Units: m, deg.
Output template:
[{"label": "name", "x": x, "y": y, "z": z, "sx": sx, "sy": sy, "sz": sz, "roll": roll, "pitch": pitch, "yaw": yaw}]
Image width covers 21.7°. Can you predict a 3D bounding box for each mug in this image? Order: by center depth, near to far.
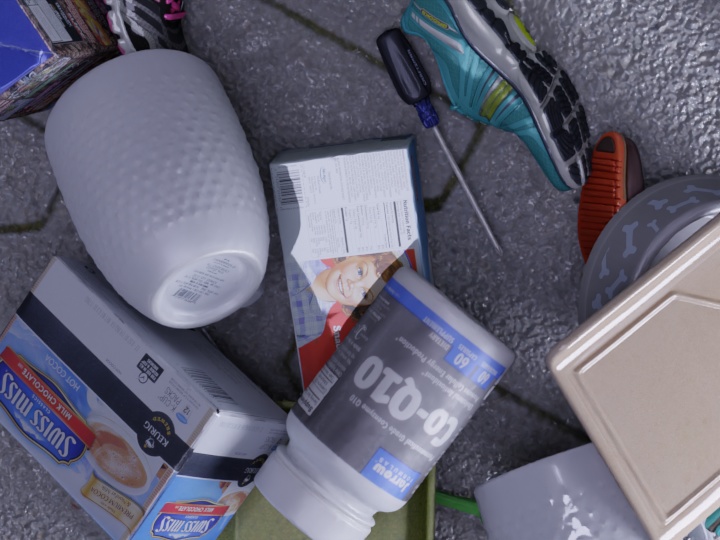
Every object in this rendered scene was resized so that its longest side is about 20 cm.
[{"label": "mug", "x": -0.134, "y": -0.043, "z": 1.443, "sx": 0.147, "sy": 0.200, "sz": 0.176, "roll": -33, "pitch": 57, "yaw": 10}, {"label": "mug", "x": 0.203, "y": 0.228, "z": 1.476, "sx": 0.147, "sy": 0.198, "sz": 0.177, "roll": -32, "pitch": 72, "yaw": 51}]

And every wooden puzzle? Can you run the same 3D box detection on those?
[{"label": "wooden puzzle", "x": 0.244, "y": 0.080, "z": 1.387, "sx": 0.184, "sy": 0.037, "sz": 0.201, "roll": -37, "pitch": 113, "yaw": -12}]

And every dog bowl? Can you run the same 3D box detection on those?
[{"label": "dog bowl", "x": 0.267, "y": 0.029, "z": 1.435, "sx": 0.198, "sy": 0.059, "sz": 0.203, "roll": -3, "pitch": 101, "yaw": -18}]

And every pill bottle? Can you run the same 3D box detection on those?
[{"label": "pill bottle", "x": 0.015, "y": 0.108, "z": 1.417, "sx": 0.113, "sy": 0.114, "sz": 0.201, "roll": 37, "pitch": 92, "yaw": -1}]

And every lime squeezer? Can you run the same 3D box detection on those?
[{"label": "lime squeezer", "x": 0.119, "y": 0.234, "z": 1.552, "sx": 0.071, "sy": 0.038, "sz": 0.200, "roll": -41, "pitch": 95, "yaw": 14}]

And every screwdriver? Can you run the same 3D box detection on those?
[{"label": "screwdriver", "x": 0.065, "y": -0.099, "z": 1.487, "sx": 0.028, "sy": 0.029, "sz": 0.202, "roll": -26, "pitch": 92, "yaw": 13}]

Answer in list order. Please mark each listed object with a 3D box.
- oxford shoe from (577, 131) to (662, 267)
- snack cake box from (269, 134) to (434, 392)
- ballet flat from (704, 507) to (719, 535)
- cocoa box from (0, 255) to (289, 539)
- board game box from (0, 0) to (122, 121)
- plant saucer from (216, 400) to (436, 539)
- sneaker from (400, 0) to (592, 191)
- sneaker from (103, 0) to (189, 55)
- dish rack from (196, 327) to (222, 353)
[{"label": "oxford shoe", "x": 0.218, "y": -0.011, "z": 1.480, "sx": 0.072, "sy": 0.071, "sz": 0.203, "roll": -8, "pitch": 101, "yaw": -17}, {"label": "snack cake box", "x": 0.000, "y": 0.000, "z": 1.502, "sx": 0.114, "sy": 0.067, "sz": 0.202, "roll": -6, "pitch": 102, "yaw": 7}, {"label": "ballet flat", "x": 0.342, "y": 0.128, "z": 1.492, "sx": 0.199, "sy": 0.067, "sz": 0.071, "roll": -39, "pitch": 71, "yaw": 14}, {"label": "cocoa box", "x": -0.177, "y": 0.105, "z": 1.454, "sx": 0.200, "sy": 0.133, "sz": 0.132, "roll": 40, "pitch": 100, "yaw": 25}, {"label": "board game box", "x": -0.276, "y": -0.206, "z": 1.422, "sx": 0.096, "sy": 0.200, "sz": 0.160, "roll": -33, "pitch": 92, "yaw": 13}, {"label": "plant saucer", "x": -0.034, "y": 0.206, "z": 1.499, "sx": 0.197, "sy": 0.048, "sz": 0.203, "roll": 0, "pitch": 84, "yaw": 12}, {"label": "sneaker", "x": 0.109, "y": -0.143, "z": 1.464, "sx": 0.079, "sy": 0.077, "sz": 0.201, "roll": -37, "pitch": 90, "yaw": 31}, {"label": "sneaker", "x": -0.154, "y": -0.240, "z": 1.467, "sx": 0.086, "sy": 0.074, "sz": 0.202, "roll": -11, "pitch": 96, "yaw": 16}, {"label": "dish rack", "x": -0.163, "y": 0.151, "z": 1.571, "sx": 0.171, "sy": 0.044, "sz": 0.201, "roll": -34, "pitch": 95, "yaw": 14}]
